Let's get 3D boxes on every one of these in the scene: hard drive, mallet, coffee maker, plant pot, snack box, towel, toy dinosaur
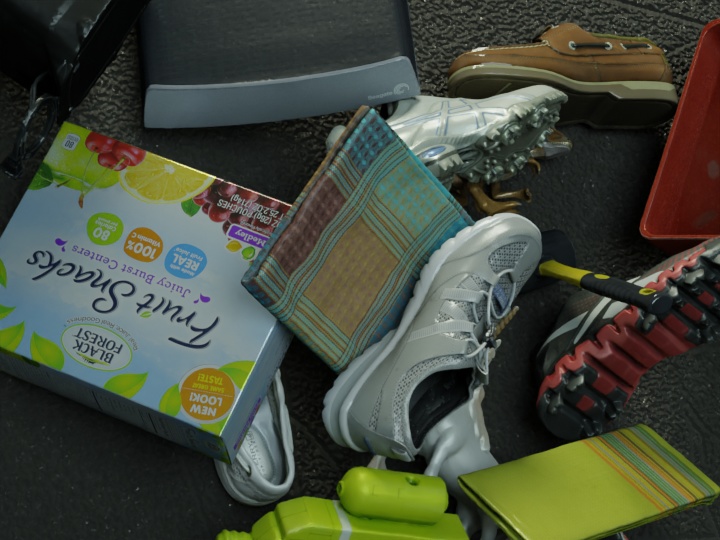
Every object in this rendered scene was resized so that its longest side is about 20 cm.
[{"bbox_3d":[-0.063,-0.174,1.256,0.199,0.042,0.135,-7,68,0],"label":"hard drive"},{"bbox_3d":[0.152,0.009,1.264,0.066,0.200,0.041,-17,106,-13],"label":"mallet"},{"bbox_3d":[-0.257,-0.199,1.164,0.200,0.135,0.192,30,46,0],"label":"coffee maker"},{"bbox_3d":[0.365,-0.069,1.356,0.176,0.200,0.200,39,64,-42],"label":"plant pot"},{"bbox_3d":[-0.143,0.013,1.173,0.200,0.068,0.169,21,69,13],"label":"snack box"},{"bbox_3d":[0.162,0.154,1.230,0.200,0.018,0.086,-9,39,-42],"label":"towel"},{"bbox_3d":[0.069,-0.077,1.332,0.200,0.060,0.106,1,56,-28],"label":"toy dinosaur"},{"bbox_3d":[0.015,0.000,1.170,0.147,0.022,0.200,-57,139,-11],"label":"towel"}]

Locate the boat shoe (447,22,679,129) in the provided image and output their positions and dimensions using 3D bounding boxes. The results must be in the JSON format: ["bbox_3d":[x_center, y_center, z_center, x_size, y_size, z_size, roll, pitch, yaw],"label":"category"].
[{"bbox_3d":[0.153,-0.154,1.372,0.200,0.072,0.068,4,64,-27],"label":"boat shoe"}]

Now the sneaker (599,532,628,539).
[{"bbox_3d":[0.180,0.231,1.285,0.078,0.090,0.200,-26,95,19],"label":"sneaker"}]

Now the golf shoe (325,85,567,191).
[{"bbox_3d":[0.064,-0.105,1.265,0.200,0.078,0.097,-26,61,-37],"label":"golf shoe"}]

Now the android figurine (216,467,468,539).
[{"bbox_3d":[-0.008,0.212,1.171,0.200,0.041,0.182,9,118,-19],"label":"android figurine"}]

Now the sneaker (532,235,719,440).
[{"bbox_3d":[0.203,0.034,1.297,0.200,0.098,0.071,-42,121,15],"label":"sneaker"}]

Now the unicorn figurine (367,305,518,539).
[{"bbox_3d":[0.069,0.135,1.251,0.137,0.074,0.200,-47,134,-31],"label":"unicorn figurine"}]

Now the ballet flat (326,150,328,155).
[{"bbox_3d":[0.000,0.000,1.276,0.072,0.072,0.200,-17,83,-24],"label":"ballet flat"}]

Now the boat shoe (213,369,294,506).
[{"bbox_3d":[-0.089,0.064,1.220,0.071,0.069,0.200,-22,86,-23],"label":"boat shoe"}]

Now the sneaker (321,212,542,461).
[{"bbox_3d":[0.066,0.051,1.169,0.200,0.082,0.075,-52,136,-14],"label":"sneaker"}]
